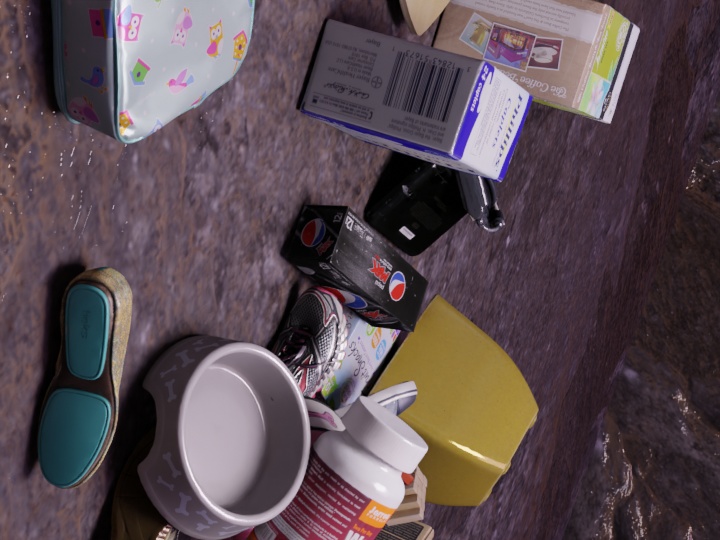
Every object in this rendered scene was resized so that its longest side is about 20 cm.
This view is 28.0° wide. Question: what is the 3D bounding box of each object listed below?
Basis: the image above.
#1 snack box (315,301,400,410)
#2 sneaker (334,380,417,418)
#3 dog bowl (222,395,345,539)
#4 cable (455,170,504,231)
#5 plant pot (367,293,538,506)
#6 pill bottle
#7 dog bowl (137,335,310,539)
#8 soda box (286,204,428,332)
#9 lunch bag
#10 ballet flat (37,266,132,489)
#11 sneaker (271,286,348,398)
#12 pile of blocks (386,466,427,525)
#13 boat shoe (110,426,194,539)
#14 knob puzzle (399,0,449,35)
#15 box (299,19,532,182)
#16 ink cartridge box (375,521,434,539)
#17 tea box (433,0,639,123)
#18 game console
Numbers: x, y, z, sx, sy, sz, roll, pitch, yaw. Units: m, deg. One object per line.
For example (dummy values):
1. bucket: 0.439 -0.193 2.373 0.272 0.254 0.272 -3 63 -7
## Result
1. snack box: -0.007 0.085 1.779 0.201 0.053 0.143 -61 155 -21
2. sneaker: -0.016 0.197 1.690 0.198 0.080 0.078 -23 174 -10
3. dog bowl: -0.084 0.241 1.568 0.198 0.074 0.202 -13 120 -23
4. cable: 0.148 -0.152 1.821 0.163 0.050 0.202 -53 128 -70
5. plant pot: 0.114 0.195 1.898 0.195 0.199 0.196 -53 173 -35
6. pill bottle: -0.023 0.237 1.486 0.201 0.109 0.109 -54 159 5
7. dog bowl: -0.128 0.161 1.416 0.199 0.058 0.202 12 73 -45
8. soda box: 0.000 0.000 1.635 0.200 0.063 0.071 41 62 -50
9. lunch bag: -0.159 -0.208 1.137 0.200 0.076 0.162 -45 146 -47
10. ballet flat: -0.232 0.090 1.241 0.071 0.070 0.202 -26 132 -60
11. sneaker: -0.076 0.113 1.607 0.075 0.080 0.202 30 77 -54
12. pile of blocks: -0.012 0.252 1.731 0.082 0.199 0.062 -57 136 -31
13. boat shoe: -0.214 0.251 1.420 0.065 0.073 0.202 126 -19 -75
14. knob puzzle: 0.078 -0.367 1.628 0.220 0.030 0.221 -51 151 -42
15. box: 0.063 -0.178 1.547 0.200 0.182 0.106 11 97 -68
16. ink cartridge box: 0.004 0.404 1.928 0.075 0.163 0.202 -45 147 -47
17. tea box: 0.221 -0.283 1.814 0.196 0.198 0.135 -3 112 -67
18. game console: 0.075 -0.131 1.839 0.176 0.117 0.200 -41 158 7
